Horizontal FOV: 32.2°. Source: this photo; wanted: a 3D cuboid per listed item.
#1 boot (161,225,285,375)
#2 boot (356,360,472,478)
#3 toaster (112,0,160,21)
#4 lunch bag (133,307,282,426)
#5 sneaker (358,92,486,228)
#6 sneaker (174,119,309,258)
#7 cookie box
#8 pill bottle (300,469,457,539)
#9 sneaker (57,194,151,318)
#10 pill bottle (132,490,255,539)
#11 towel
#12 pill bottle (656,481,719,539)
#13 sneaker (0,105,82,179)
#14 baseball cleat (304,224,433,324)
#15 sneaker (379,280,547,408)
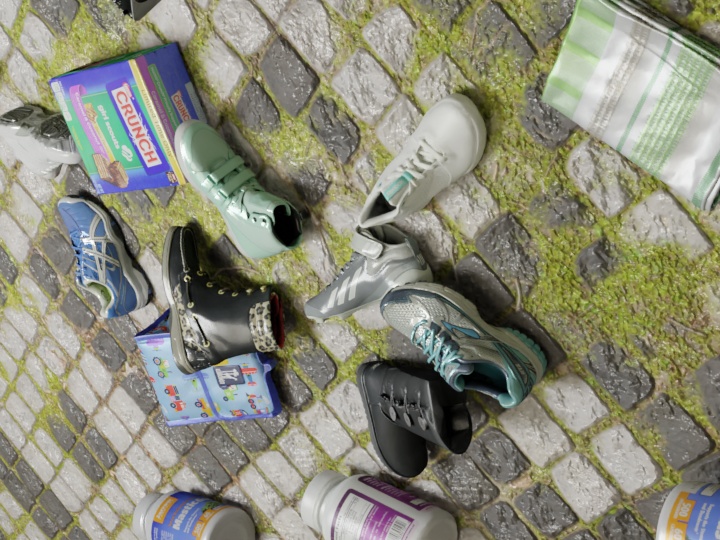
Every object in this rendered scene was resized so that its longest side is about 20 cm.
[{"bbox_3d":[-0.182,0.028,1.672,0.153,0.073,0.205,-11,76,18],"label":"boot"},{"bbox_3d":[0.078,0.190,1.500,0.200,0.066,0.165,0,118,62],"label":"boot"},{"bbox_3d":[-0.279,-0.406,1.378,0.200,0.119,0.181,42,157,13],"label":"toaster"},{"bbox_3d":[-0.199,0.136,1.773,0.199,0.094,0.151,-4,114,32],"label":"lunch bag"},{"bbox_3d":[0.060,-0.104,1.325,0.075,0.088,0.200,48,140,9],"label":"sneaker"},{"bbox_3d":[-0.140,-0.106,1.529,0.118,0.074,0.201,-4,124,53],"label":"sneaker"},{"bbox_3d":[-0.292,-0.193,1.615,0.199,0.075,0.172,-3,115,44],"label":"cookie box"},{"bbox_3d":[0.021,0.340,1.669,0.199,0.112,0.113,19,130,35],"label":"pill bottle"},{"bbox_3d":[-0.388,-0.021,1.833,0.200,0.077,0.076,57,142,-2],"label":"sneaker"},{"bbox_3d":[-0.275,0.418,2.015,0.199,0.112,0.113,7,123,41],"label":"pill bottle"},{"bbox_3d":[0.263,-0.158,1.134,0.200,0.031,0.150,37,137,20],"label":"towel"},{"bbox_3d":[0.406,0.278,1.234,0.199,0.112,0.113,3,119,43],"label":"pill bottle"},{"bbox_3d":[-0.440,-0.175,1.787,0.200,0.078,0.100,22,139,44],"label":"sneaker"},{"bbox_3d":[0.000,0.000,1.488,0.199,0.070,0.107,-16,100,39],"label":"baseball cleat"},{"bbox_3d":[0.107,0.083,1.386,0.199,0.086,0.078,26,135,9],"label":"sneaker"}]
